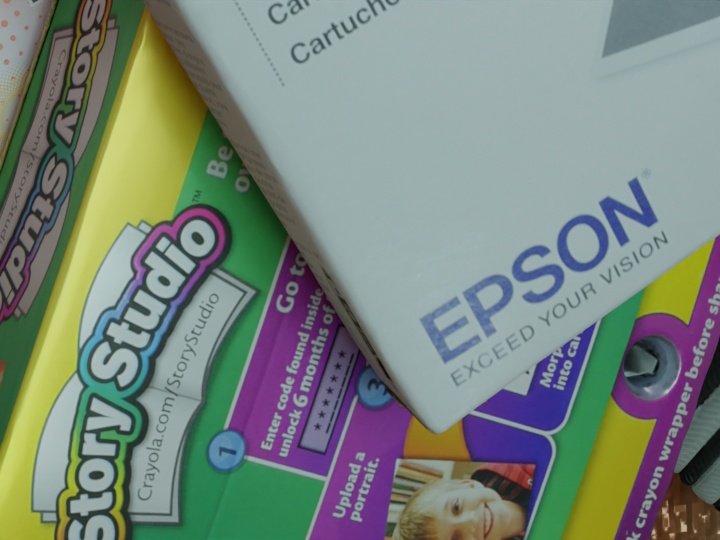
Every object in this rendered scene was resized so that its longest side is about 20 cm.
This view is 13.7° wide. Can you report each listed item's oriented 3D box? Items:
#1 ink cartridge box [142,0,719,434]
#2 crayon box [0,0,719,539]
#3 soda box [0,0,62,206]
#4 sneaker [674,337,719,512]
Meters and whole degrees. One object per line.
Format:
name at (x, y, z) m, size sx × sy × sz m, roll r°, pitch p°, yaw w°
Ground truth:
ink cartridge box at (0.045, -0.098, 0.633) m, size 0.199 × 0.041 × 0.200 m, roll -35°, pitch 117°, yaw -8°
crayon box at (0.000, 0.000, 0.708) m, size 0.172 × 0.058 × 0.200 m, roll 18°, pitch 92°, yaw -28°
soda box at (-0.048, -0.075, 0.739) m, size 0.200 × 0.064 × 0.068 m, roll -33°, pitch 106°, yaw -18°
sneaker at (0.159, -0.025, 0.791) m, size 0.076 × 0.116 × 0.200 m, roll 45°, pitch 119°, yaw 1°
